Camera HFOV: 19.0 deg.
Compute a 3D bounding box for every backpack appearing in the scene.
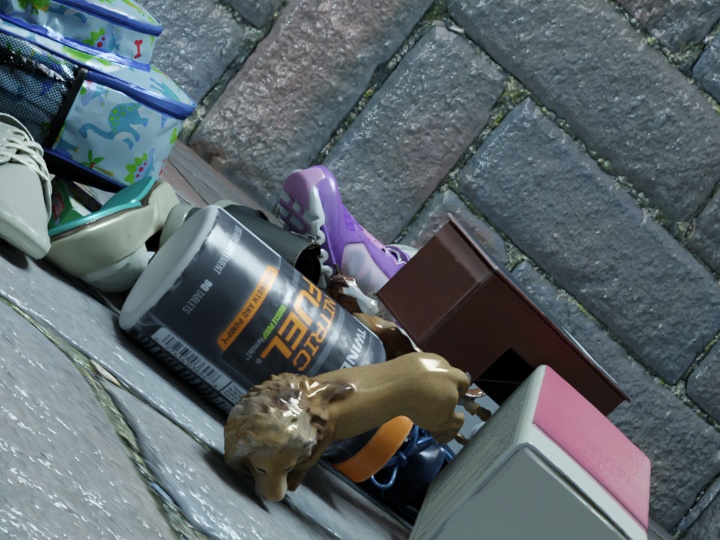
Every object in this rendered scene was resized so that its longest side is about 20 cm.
[{"bbox_3d":[-0.224,-0.148,1.626,0.199,0.148,0.183,25,8,-18],"label":"backpack"}]

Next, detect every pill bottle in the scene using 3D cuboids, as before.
[{"bbox_3d":[-0.056,0.056,1.441,0.200,0.106,0.106,39,3,-15],"label":"pill bottle"}]

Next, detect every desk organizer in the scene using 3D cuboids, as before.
[{"bbox_3d":[0.103,0.054,1.527,0.200,0.077,0.072,42,6,-43],"label":"desk organizer"}]

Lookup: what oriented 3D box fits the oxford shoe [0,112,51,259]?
[{"bbox_3d":[-0.234,-0.062,1.420,0.075,0.058,0.200,41,4,-24],"label":"oxford shoe"}]

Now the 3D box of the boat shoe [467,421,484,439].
[{"bbox_3d":[0.125,0.173,1.687,0.064,0.075,0.202,-2,-24,28],"label":"boat shoe"}]

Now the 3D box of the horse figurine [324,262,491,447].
[{"bbox_3d":[0.034,0.071,1.554,0.132,0.050,0.200,40,0,17],"label":"horse figurine"}]

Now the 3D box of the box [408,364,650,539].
[{"bbox_3d":[0.113,0.163,1.421,0.109,0.128,0.200,42,15,-2],"label":"box"}]

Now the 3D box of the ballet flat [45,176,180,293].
[{"bbox_3d":[-0.164,-0.019,1.497,0.069,0.070,0.200,40,18,2],"label":"ballet flat"}]

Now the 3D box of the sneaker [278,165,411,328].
[{"bbox_3d":[0.000,0.000,1.627,0.081,0.088,0.201,-124,-166,-55],"label":"sneaker"}]

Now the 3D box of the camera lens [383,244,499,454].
[{"bbox_3d":[0.057,0.081,1.797,0.199,0.161,0.160,32,-4,43],"label":"camera lens"}]

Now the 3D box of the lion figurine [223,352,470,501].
[{"bbox_3d":[-0.001,0.083,1.315,0.073,0.199,0.123,61,-24,14],"label":"lion figurine"}]

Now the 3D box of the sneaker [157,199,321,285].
[{"bbox_3d":[-0.072,-0.004,1.570,0.105,0.076,0.200,15,5,11],"label":"sneaker"}]

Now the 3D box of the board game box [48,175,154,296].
[{"bbox_3d":[-0.157,0.009,1.640,0.200,0.029,0.135,40,4,-19],"label":"board game box"}]

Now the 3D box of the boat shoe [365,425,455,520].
[{"bbox_3d":[0.042,0.143,1.638,0.200,0.084,0.069,36,4,-35],"label":"boat shoe"}]
